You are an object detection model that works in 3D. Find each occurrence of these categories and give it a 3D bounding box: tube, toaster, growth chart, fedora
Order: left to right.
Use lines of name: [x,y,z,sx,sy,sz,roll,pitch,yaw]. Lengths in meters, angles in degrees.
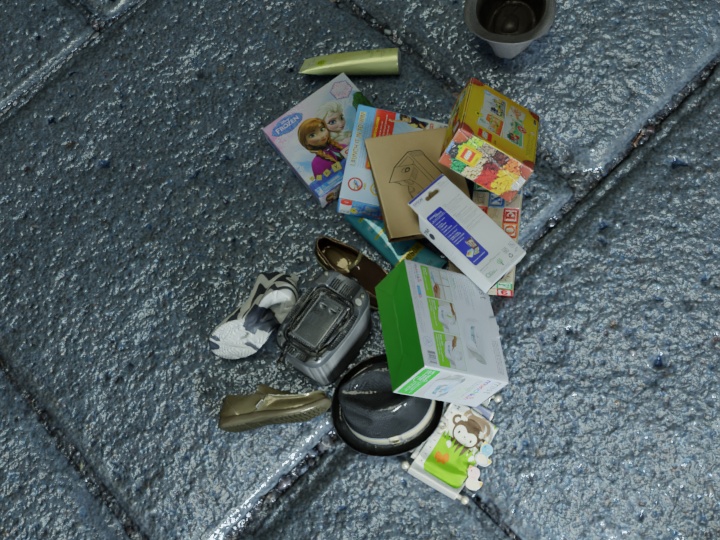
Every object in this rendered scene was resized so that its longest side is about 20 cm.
toaster: [-0.060,0.108,1.720,0.113,0.129,0.201,29,73,21]
tube: [-0.020,-0.408,1.991,0.197,0.058,0.053,-1,79,11]
fedora: [0.036,0.208,1.666,0.198,0.092,0.203,-7,62,14]
tube: [0.057,-0.050,1.823,0.200,0.050,0.078,42,87,16]
growth chart: [0.156,0.272,1.672,0.143,0.018,0.202,18,71,16]
fedora: [0.287,-0.481,1.950,0.175,0.091,0.202,3,60,9]

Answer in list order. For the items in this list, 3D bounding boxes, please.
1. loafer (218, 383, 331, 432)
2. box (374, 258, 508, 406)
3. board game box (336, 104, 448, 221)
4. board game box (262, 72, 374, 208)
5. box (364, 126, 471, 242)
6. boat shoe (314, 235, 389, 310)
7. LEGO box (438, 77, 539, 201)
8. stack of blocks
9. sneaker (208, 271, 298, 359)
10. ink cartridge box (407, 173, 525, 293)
loafer: [-0.148,0.225,1.712,0.198,0.076,0.068,-10,70,5]
box: [0.133,0.102,1.649,0.175,0.097,0.202,13,51,-32]
board game box: [0.070,-0.184,1.829,0.193,0.056,0.202,12,66,-1]
board game box: [-0.052,-0.251,1.930,0.199,0.041,0.200,-37,66,-9]
box: [0.105,-0.152,1.776,0.162,0.021,0.202,-9,68,-11]
boat shoe: [-0.004,0.005,1.788,0.201,0.075,0.075,30,74,20]
LEGO box: [0.229,-0.233,1.777,0.148,0.077,0.201,28,37,-7]
stack of blocks: [0.222,-0.062,1.788,0.114,0.059,0.202,5,67,12]
sneaker: [-0.180,0.069,1.796,0.079,0.130,0.199,41,117,-10]
ink cartridge box: [0.175,-0.064,1.710,0.099,0.039,0.200,-39,78,-27]
